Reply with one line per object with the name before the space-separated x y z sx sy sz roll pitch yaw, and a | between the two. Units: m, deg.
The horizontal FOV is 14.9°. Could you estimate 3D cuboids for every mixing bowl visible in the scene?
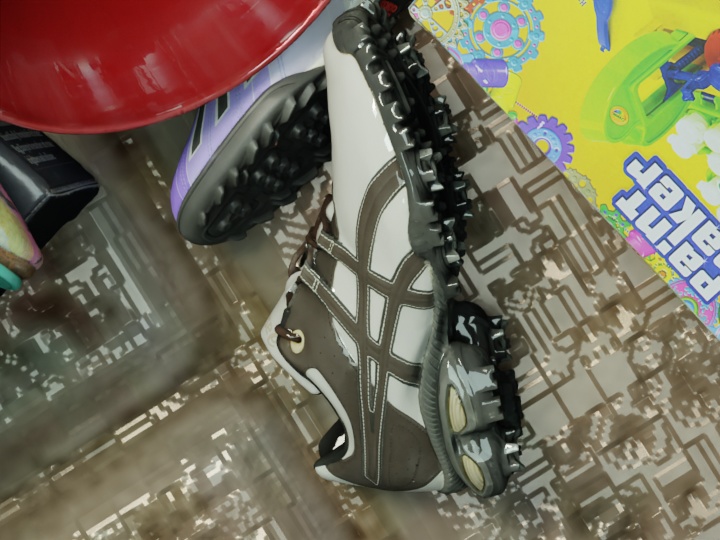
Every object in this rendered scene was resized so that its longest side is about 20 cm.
mixing bowl | -0.099 -0.161 0.988 0.199 0.108 0.201 -18 131 -23

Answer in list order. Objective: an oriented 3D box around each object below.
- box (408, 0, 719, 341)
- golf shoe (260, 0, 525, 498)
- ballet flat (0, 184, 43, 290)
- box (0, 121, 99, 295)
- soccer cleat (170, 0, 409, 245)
box | 0.160 -0.096 1.002 0.193 0.122 0.200 -42 92 20
golf shoe | 0.000 0.000 1.044 0.094 0.078 0.201 -9 111 13
ballet flat | -0.198 -0.056 0.959 0.199 0.069 0.072 18 74 1
box | -0.242 -0.022 1.048 0.200 0.117 0.197 41 95 0
soccer cleat | -0.023 -0.104 1.066 0.073 0.068 0.201 36 99 22
